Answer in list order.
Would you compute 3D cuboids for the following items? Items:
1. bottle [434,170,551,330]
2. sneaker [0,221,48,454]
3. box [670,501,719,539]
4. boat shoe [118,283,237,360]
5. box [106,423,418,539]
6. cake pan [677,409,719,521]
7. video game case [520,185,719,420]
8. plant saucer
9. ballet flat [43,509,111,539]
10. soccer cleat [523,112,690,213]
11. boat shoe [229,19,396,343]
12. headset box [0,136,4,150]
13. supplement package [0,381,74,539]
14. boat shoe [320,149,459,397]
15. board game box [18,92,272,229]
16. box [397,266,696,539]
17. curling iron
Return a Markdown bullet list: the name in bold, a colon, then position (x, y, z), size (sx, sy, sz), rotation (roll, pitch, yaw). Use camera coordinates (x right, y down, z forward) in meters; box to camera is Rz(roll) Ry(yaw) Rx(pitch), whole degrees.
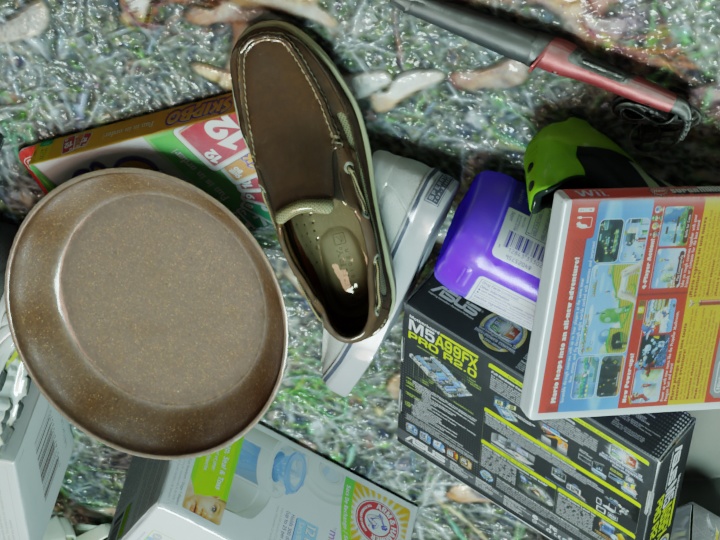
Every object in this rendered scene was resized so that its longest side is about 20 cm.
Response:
- **bottle**: position (0.147, 0.013, 1.523), size (0.199, 0.084, 0.065), rotation (26, 137, -4)
- **sneaker**: position (-0.267, 0.058, 1.655), size (0.084, 0.201, 0.074), rotation (23, 172, 17)
- **box**: position (0.242, 0.243, 1.745), size (0.199, 0.049, 0.158), rotation (30, 141, -30)
- **boat shoe**: position (-0.147, 0.030, 1.655), size (0.199, 0.071, 0.063), rotation (-24, 123, 40)
- **box**: position (-0.071, 0.194, 1.771), size (0.199, 0.113, 0.101), rotation (29, 135, -15)
- **cake pan**: position (0.203, 0.098, 1.642), size (0.199, 0.037, 0.201), rotation (8, 137, 8)
- **video game case**: position (0.197, 0.018, 1.459), size (0.199, 0.017, 0.144), rotation (-2, 115, -21)
- **plant saucer**: position (-0.134, 0.024, 1.585), size (0.199, 0.037, 0.202), rotation (7, 113, 18)
- **ballet flat**: position (-0.221, 0.207, 1.829), size (0.069, 0.070, 0.199), rotation (-21, 158, 34)
- **soccer cleat**: position (0.186, -0.022, 1.483), size (0.199, 0.081, 0.068), rotation (25, 134, -11)
- **boat shoe**: position (-0.026, -0.051, 1.474), size (0.074, 0.075, 0.203), rotation (-20, 103, 13)
- **headset box**: position (-0.315, -0.010, 1.600), size (0.077, 0.149, 0.200), rotation (27, 138, -14)
- **supplement package**: position (-0.320, 0.118, 1.761), size (0.198, 0.118, 0.117), rotation (7, 137, 8)
- **boat shoe**: position (0.000, 0.000, 1.580), size (0.070, 0.071, 0.201), rotation (29, 137, 5)
- **board game box**: position (-0.122, -0.059, 1.582), size (0.199, 0.030, 0.096), rotation (-10, 132, 29)
- **box**: position (0.116, 0.104, 1.592), size (0.199, 0.044, 0.161), rotation (31, 147, 22)
- **curling iron**: position (0.108, -0.120, 1.444), size (0.199, 0.026, 0.050), rotation (24, 135, -8)
